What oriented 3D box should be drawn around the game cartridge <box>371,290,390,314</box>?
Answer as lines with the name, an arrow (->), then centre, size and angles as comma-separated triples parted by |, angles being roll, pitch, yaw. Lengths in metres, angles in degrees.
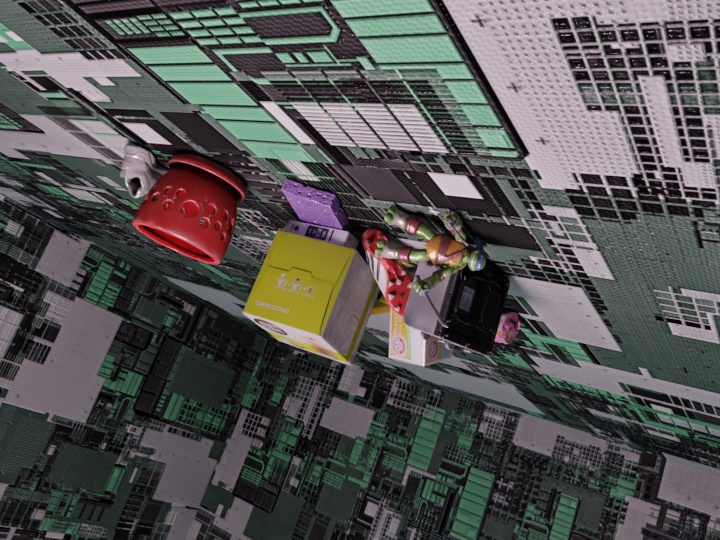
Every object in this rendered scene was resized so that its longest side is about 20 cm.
game cartridge -> -0.034, 0.053, 1.719 | 0.199, 0.033, 0.176 | -6, -141, -47

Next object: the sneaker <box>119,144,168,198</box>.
sneaker -> -0.490, -0.203, 1.596 | 0.077, 0.100, 0.200 | 15, 165, 23

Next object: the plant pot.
plant pot -> -0.355, -0.134, 1.482 | 0.199, 0.184, 0.201 | 19, 166, 5

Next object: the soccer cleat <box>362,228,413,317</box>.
soccer cleat -> 0.058, 0.003, 1.480 | 0.201, 0.068, 0.085 | 63, 171, -5

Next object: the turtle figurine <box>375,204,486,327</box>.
turtle figurine -> 0.118, -0.038, 1.239 | 0.193, 0.200, 0.145 | 20, 133, 23

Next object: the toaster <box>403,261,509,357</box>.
toaster -> 0.198, 0.057, 1.409 | 0.180, 0.202, 0.118 | 22, 171, -40

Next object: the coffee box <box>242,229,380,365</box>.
coffee box -> -0.099, 0.059, 1.511 | 0.198, 0.201, 0.198 | 14, 162, 25

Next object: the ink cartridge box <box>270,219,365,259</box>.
ink cartridge box -> -0.091, -0.067, 1.531 | 0.199, 0.039, 0.099 | 12, 165, 30

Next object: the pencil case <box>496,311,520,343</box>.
pencil case -> 0.291, 0.126, 1.720 | 0.199, 0.087, 0.083 | 10, 144, 43

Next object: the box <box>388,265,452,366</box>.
box -> 0.136, 0.097, 1.535 | 0.101, 0.202, 0.112 | 8, -169, 41

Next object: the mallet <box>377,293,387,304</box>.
mallet -> 0.052, 0.078, 1.673 | 0.199, 0.066, 0.041 | 20, 175, 29

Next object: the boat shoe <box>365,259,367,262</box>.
boat shoe -> 0.000, 0.001, 1.641 | 0.201, 0.075, 0.065 | 7, 149, 40

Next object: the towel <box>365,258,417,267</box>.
towel -> 0.071, -0.016, 1.642 | 0.199, 0.018, 0.086 | 21, 167, 1

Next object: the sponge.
sponge -> -0.086, -0.122, 1.450 | 0.111, 0.030, 0.200 | 19, 167, 15
